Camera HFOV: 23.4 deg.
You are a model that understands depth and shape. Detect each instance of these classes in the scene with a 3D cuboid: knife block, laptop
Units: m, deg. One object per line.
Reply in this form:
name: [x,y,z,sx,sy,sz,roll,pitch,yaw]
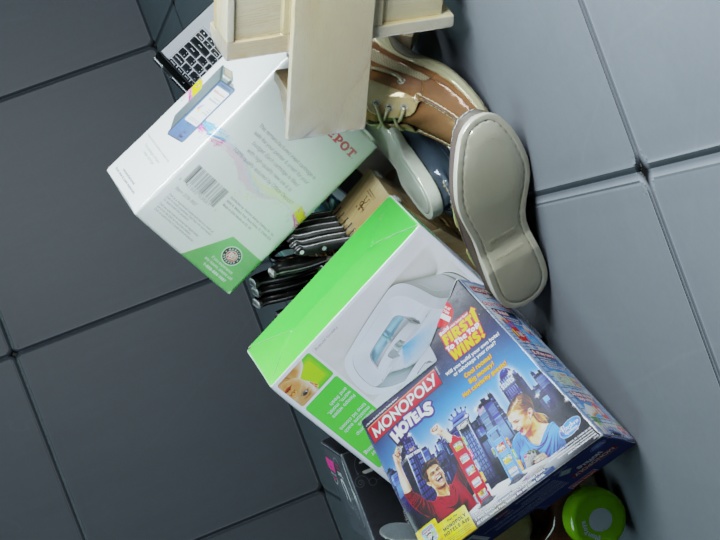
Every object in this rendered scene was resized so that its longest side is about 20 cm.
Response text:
knife block: [0.000,0.000,1.677,0.200,0.176,0.064,28,-161,-36]
laptop: [-0.113,-0.190,1.817,0.187,0.200,0.116,47,143,-9]

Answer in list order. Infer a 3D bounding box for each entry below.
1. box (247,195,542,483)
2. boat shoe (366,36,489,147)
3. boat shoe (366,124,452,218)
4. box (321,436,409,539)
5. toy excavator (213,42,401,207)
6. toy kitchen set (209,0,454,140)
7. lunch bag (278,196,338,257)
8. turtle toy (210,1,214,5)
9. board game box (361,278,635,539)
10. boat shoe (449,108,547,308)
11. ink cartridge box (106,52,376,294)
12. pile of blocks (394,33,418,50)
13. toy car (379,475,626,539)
box: [0.031,0.067,1.608,0.176,0.200,0.097,42,-176,-25]
boat shoe: [0.028,-0.156,1.540,0.200,0.074,0.076,37,157,22]
boat shoe: [0.045,-0.142,1.621,0.200,0.062,0.075,59,165,26]
box: [0.076,0.191,1.779,0.122,0.200,0.106,-179,68,-78]
toy excavator: [-0.048,-0.151,1.731,0.200,0.100,0.194,35,168,24]
toy kitchen set: [-0.045,-0.231,1.483,0.180,0.200,0.163,-122,28,-46]
lunch bag: [-0.033,-0.032,1.841,0.160,0.077,0.200,58,-171,-13]
turtle toy: [-0.092,-0.304,1.937,0.146,0.101,0.200,40,162,12]
board game box: [0.105,0.120,1.514,0.062,0.200,0.200,17,-140,-51]
boat shoe: [0.110,-0.058,1.484,0.060,0.072,0.200,51,166,50]
ink cartridge box: [-0.107,-0.102,1.597,0.145,0.200,0.088,43,-175,-40]
pile of blocks: [-0.006,-0.273,1.615,0.062,0.082,0.200,91,155,-64]
toy car: [0.116,0.208,1.607,0.164,0.200,0.158,-175,64,-78]
